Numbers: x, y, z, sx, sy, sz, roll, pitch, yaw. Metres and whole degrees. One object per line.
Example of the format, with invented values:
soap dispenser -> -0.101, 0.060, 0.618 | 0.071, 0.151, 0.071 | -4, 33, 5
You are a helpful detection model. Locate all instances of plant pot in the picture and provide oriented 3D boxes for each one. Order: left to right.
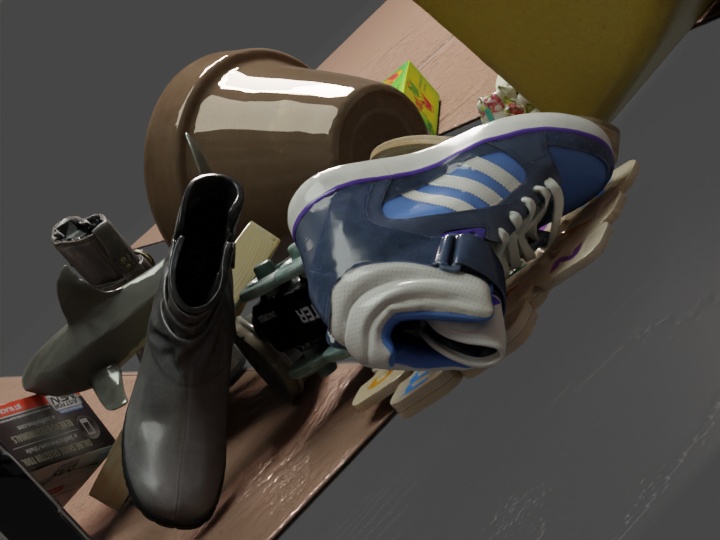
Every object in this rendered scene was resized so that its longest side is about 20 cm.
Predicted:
plant pot -> -0.041, -0.082, 1.638 | 0.174, 0.200, 0.200 | -2, 38, 44
plant pot -> 0.161, -0.241, 1.328 | 0.194, 0.195, 0.200 | -48, -1, -28

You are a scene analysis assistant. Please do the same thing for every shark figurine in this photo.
shark figurine -> -0.165, 0.009, 1.449 | 0.215, 0.089, 0.128 | -47, 26, -1

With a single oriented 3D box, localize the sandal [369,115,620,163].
sandal -> 0.075, -0.048, 1.332 | 0.212, 0.078, 0.070 | -8, 69, 48

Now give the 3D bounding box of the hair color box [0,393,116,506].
hair color box -> -0.280, 0.178, 1.527 | 0.200, 0.064, 0.111 | -47, -16, 27

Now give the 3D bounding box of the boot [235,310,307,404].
boot -> -0.001, -0.002, 1.443 | 0.200, 0.073, 0.182 | -37, 11, -3

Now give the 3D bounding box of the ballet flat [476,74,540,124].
ballet flat -> 0.143, -0.152, 1.503 | 0.076, 0.064, 0.200 | -33, 13, 43

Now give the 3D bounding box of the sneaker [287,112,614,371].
sneaker -> 0.069, -0.003, 1.126 | 0.200, 0.147, 0.081 | -12, -42, -17

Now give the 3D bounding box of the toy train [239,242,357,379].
toy train -> 0.006, 0.001, 1.282 | 0.114, 0.085, 0.200 | -37, 7, -31

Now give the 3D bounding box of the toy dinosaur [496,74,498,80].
toy dinosaur -> 0.130, -0.165, 1.650 | 0.088, 0.047, 0.200 | -52, 2, 40

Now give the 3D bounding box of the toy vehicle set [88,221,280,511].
toy vehicle set -> -0.127, 0.070, 1.499 | 0.200, 0.026, 0.124 | -60, -2, 38

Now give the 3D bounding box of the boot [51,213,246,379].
boot -> -0.179, 0.024, 1.651 | 0.069, 0.174, 0.200 | -46, 12, -20

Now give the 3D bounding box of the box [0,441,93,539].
box -> -0.265, 0.168, 1.325 | 0.124, 0.200, 0.197 | -44, 11, -13

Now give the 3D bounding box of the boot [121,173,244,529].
boot -> -0.110, 0.049, 1.296 | 0.132, 0.070, 0.200 | 108, 163, -62

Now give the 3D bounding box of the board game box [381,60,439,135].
board game box -> 0.017, -0.120, 1.863 | 0.102, 0.048, 0.200 | -39, 12, 14

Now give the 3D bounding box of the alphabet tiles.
alphabet tiles -> 0.081, 0.012, 1.213 | 0.196, 0.015, 0.200 | -35, 13, 32
